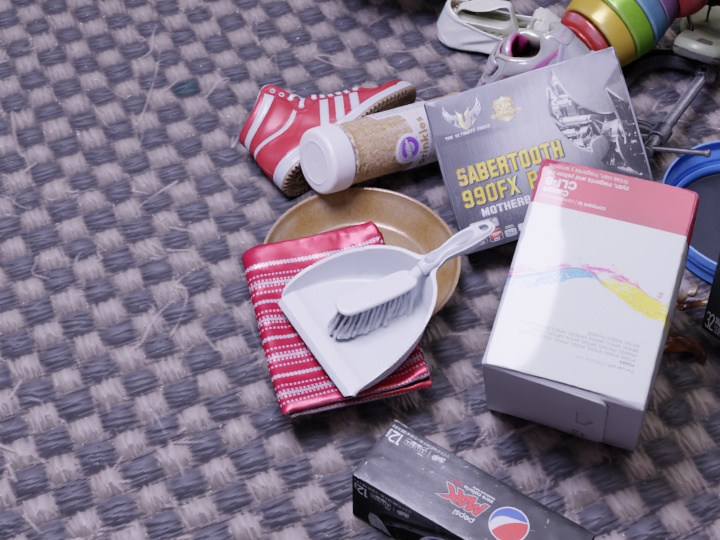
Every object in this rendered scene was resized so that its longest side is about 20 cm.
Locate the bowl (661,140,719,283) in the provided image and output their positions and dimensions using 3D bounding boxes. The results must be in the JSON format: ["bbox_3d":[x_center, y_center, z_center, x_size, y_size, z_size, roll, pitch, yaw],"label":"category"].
[{"bbox_3d":[0.404,-0.054,1.342,0.198,0.040,0.202,0,48,0],"label":"bowl"}]

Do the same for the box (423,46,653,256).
[{"bbox_3d":[0.179,-0.117,1.305,0.198,0.048,0.160,-15,87,5],"label":"box"}]

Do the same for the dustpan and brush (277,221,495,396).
[{"bbox_3d":[0.039,0.013,1.189,0.199,0.058,0.140,-25,53,-20],"label":"dustpan and brush"}]

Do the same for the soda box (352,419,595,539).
[{"bbox_3d":[0.090,0.210,1.087,0.199,0.064,0.071,27,54,23],"label":"soda box"}]

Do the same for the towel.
[{"bbox_3d":[-0.025,0.041,1.221,0.143,0.023,0.201,-11,50,-9],"label":"towel"}]

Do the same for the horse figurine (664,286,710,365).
[{"bbox_3d":[0.261,0.012,1.273,0.131,0.050,0.201,-19,52,-12],"label":"horse figurine"}]

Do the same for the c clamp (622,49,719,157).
[{"bbox_3d":[0.338,-0.187,1.456,0.170,0.027,0.200,8,45,32],"label":"c clamp"}]

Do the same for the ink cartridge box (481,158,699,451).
[{"bbox_3d":[0.202,0.034,1.152,0.143,0.146,0.202,14,71,14],"label":"ink cartridge box"}]

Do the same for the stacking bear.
[{"bbox_3d":[0.273,-0.273,1.462,0.200,0.114,0.122,-40,78,-7],"label":"stacking bear"}]

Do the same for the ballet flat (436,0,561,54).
[{"bbox_3d":[0.186,-0.281,1.528,0.198,0.070,0.070,12,49,10],"label":"ballet flat"}]

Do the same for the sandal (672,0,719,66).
[{"bbox_3d":[0.408,-0.284,1.509,0.079,0.058,0.201,12,24,13],"label":"sandal"}]

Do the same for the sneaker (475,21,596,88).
[{"bbox_3d":[0.168,-0.211,1.400,0.199,0.088,0.082,-21,26,41],"label":"sneaker"}]

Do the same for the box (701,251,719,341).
[{"bbox_3d":[0.416,0.024,1.139,0.123,0.150,0.200,2,19,-20],"label":"box"}]

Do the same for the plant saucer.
[{"bbox_3d":[0.000,0.000,1.295,0.198,0.036,0.201,0,48,0],"label":"plant saucer"}]

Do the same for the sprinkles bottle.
[{"bbox_3d":[0.033,-0.136,1.369,0.199,0.069,0.068,-19,50,-32],"label":"sprinkles bottle"}]

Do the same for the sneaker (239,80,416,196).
[{"bbox_3d":[-0.040,-0.171,1.425,0.199,0.072,0.112,-34,60,-25],"label":"sneaker"}]
